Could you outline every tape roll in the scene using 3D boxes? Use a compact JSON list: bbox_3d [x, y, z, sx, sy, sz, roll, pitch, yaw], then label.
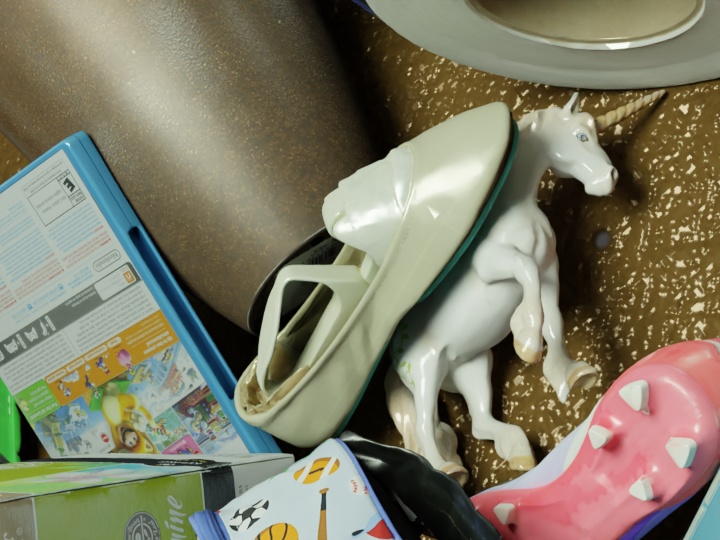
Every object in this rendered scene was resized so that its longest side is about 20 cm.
[{"bbox_3d":[0.098,-0.149,0.811,0.201,0.202,0.072,-6,70,36],"label":"tape roll"}]

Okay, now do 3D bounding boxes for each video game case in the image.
[{"bbox_3d":[-0.130,0.045,0.941,0.143,0.018,0.201,-27,96,42],"label":"video game case"}]

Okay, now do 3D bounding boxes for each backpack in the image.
[{"bbox_3d":[0.000,0.173,0.761,0.153,0.201,0.191,-20,47,-6],"label":"backpack"}]

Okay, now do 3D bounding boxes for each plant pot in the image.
[{"bbox_3d":[-0.074,-0.071,0.948,0.187,0.186,0.201,-45,66,16],"label":"plant pot"}]

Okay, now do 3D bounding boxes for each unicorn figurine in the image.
[{"bbox_3d":[0.066,0.011,0.855,0.200,0.074,0.138,-42,41,25],"label":"unicorn figurine"}]

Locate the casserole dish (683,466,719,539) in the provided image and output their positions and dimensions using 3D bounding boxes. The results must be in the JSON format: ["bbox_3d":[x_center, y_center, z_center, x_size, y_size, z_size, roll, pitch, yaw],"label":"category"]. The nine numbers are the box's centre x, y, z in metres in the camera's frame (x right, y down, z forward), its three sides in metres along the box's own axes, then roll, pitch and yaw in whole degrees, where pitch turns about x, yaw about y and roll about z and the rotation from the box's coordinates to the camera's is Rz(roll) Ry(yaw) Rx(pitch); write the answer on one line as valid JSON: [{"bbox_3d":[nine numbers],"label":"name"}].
[{"bbox_3d":[0.163,0.119,0.705,0.122,0.038,0.201,-115,37,-49],"label":"casserole dish"}]

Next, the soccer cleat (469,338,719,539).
[{"bbox_3d":[0.101,0.096,0.800,0.067,0.076,0.200,54,136,16],"label":"soccer cleat"}]

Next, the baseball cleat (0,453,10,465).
[{"bbox_3d":[-0.184,0.137,0.926,0.069,0.200,0.107,-36,64,15],"label":"baseball cleat"}]

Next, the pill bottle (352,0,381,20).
[{"bbox_3d":[-0.009,-0.203,0.914,0.111,0.199,0.113,-15,64,33],"label":"pill bottle"}]

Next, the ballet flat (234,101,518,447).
[{"bbox_3d":[0.000,0.000,0.857,0.070,0.069,0.201,52,123,38],"label":"ballet flat"}]

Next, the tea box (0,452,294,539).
[{"bbox_3d":[-0.133,0.190,0.836,0.133,0.196,0.203,-3,88,36],"label":"tea box"}]

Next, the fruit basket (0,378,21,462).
[{"bbox_3d":[-0.283,0.106,1.088,0.199,0.093,0.187,-24,60,33],"label":"fruit basket"}]
